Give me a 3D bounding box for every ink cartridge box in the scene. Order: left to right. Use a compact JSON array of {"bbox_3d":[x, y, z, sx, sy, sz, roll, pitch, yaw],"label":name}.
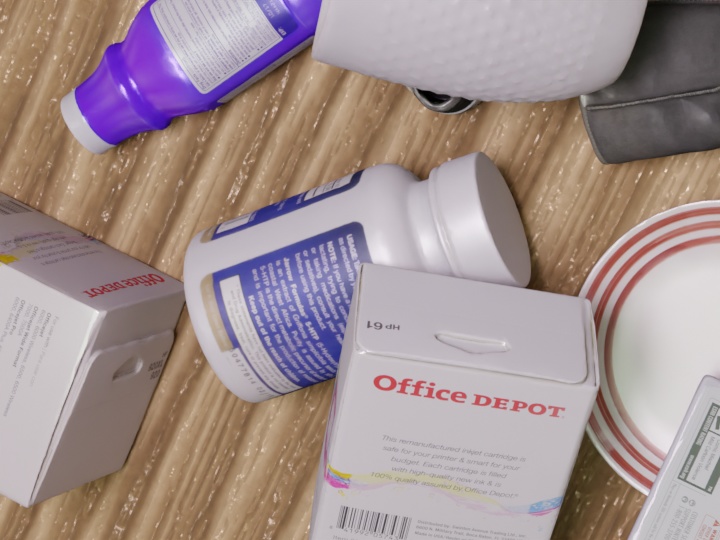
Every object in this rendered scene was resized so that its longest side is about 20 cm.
[{"bbox_3d":[-0.247,0.042,1.254,0.199,0.147,0.145,25,103,14],"label":"ink cartridge box"},{"bbox_3d":[0.052,0.103,1.134,0.144,0.085,0.201,9,131,-3],"label":"ink cartridge box"}]

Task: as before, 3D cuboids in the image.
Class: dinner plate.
[{"bbox_3d":[0.229,0.056,1.168,0.199,0.024,0.201,2,95,17],"label":"dinner plate"}]

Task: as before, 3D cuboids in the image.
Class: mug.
[{"bbox_3d":[0.078,-0.194,1.093,0.174,0.148,0.201,14,60,-5],"label":"mug"}]

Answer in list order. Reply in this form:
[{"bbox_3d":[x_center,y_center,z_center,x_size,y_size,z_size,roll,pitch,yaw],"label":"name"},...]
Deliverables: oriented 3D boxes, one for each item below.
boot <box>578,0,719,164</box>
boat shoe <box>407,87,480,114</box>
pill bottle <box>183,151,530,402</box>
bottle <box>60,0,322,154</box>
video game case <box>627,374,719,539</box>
[{"bbox_3d":[0.228,-0.082,1.104,0.199,0.072,0.183,-7,84,30],"label":"boot"},{"bbox_3d":[0.037,-0.198,1.182,0.070,0.064,0.201,-17,90,19],"label":"boat shoe"},{"bbox_3d":[0.000,0.000,1.185,0.199,0.120,0.120,-19,90,19],"label":"pill bottle"},{"bbox_3d":[-0.109,-0.148,1.233,0.200,0.065,0.084,-33,84,18],"label":"bottle"},{"bbox_3d":[0.250,0.192,1.130,0.182,0.022,0.201,25,89,11],"label":"video game case"}]
